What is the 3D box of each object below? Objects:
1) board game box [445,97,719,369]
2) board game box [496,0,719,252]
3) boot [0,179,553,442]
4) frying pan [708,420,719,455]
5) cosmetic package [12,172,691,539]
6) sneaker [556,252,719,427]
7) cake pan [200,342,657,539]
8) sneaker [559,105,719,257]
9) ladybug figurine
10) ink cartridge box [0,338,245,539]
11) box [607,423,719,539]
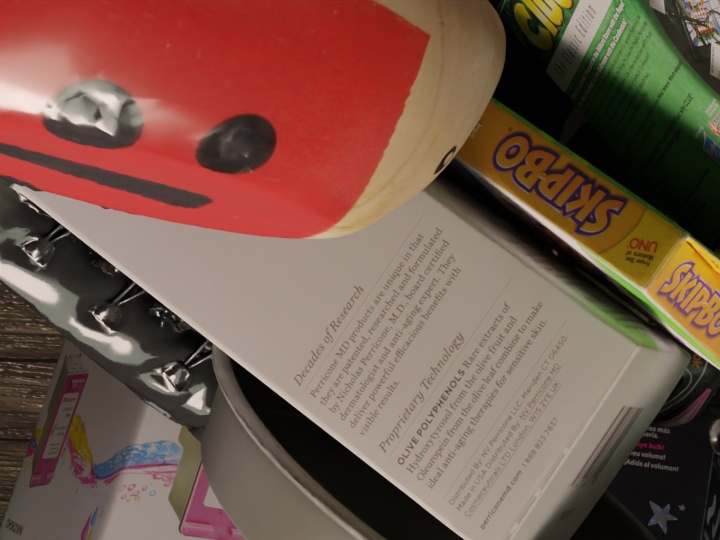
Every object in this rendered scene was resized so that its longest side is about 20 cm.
[{"bbox_3d":[0.060,-0.025,0.745,0.200,0.030,0.095,35,179,39],"label":"board game box"},{"bbox_3d":[0.092,-0.077,0.639,0.105,0.023,0.200,49,164,8],"label":"board game box"},{"bbox_3d":[-0.041,-0.019,0.888,0.200,0.165,0.066,45,174,-22],"label":"boot"},{"bbox_3d":[0.176,0.042,0.883,0.031,0.115,0.191,-24,141,-14],"label":"frying pan"},{"bbox_3d":[0.000,0.000,0.758,0.199,0.085,0.108,36,-173,17],"label":"cosmetic package"},{"bbox_3d":[0.115,0.031,0.890,0.085,0.081,0.200,6,-175,3],"label":"sneaker"},{"bbox_3d":[0.028,0.086,0.800,0.199,0.037,0.200,30,-165,-9],"label":"cake pan"},{"bbox_3d":[0.130,-0.026,0.761,0.074,0.085,0.199,23,159,-30],"label":"sneaker"},{"bbox_3d":[-0.057,-0.057,0.589,0.198,0.073,0.136,14,166,-22],"label":"ladybug figurine"},{"bbox_3d":[-0.086,0.084,1.001,0.084,0.202,0.144,22,172,-23],"label":"ink cartridge box"},{"bbox_3d":[0.070,0.080,1.068,0.198,0.116,0.132,8,163,15],"label":"box"}]
